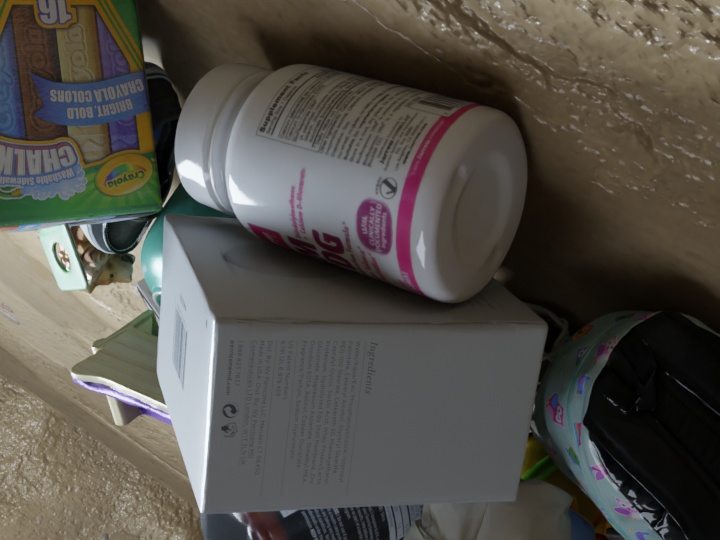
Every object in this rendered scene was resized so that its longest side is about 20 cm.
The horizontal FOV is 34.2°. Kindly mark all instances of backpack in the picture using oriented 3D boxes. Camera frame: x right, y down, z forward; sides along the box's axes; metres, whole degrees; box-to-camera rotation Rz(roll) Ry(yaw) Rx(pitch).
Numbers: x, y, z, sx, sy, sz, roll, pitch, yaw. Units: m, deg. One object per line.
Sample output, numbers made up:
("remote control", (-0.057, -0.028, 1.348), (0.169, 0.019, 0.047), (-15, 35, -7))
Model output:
("backpack", (0.207, 0.117, 0.750), (0.200, 0.167, 0.126), (42, 163, -9))

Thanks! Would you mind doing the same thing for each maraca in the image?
("maraca", (0.165, 0.188, 0.959), (0.107, 0.137, 0.199), (50, -165, 30))

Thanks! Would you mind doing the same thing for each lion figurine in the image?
("lion figurine", (-0.229, -0.068, 0.998), (0.072, 0.123, 0.201), (25, 158, 17))

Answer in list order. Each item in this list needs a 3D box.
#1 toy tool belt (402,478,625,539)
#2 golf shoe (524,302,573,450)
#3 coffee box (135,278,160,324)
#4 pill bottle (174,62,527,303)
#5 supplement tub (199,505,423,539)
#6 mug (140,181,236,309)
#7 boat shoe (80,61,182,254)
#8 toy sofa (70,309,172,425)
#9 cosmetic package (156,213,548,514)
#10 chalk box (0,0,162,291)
("toy tool belt", (0.108, 0.219, 0.791), (0.124, 0.124, 0.200), (-3, 153, 39))
("golf shoe", (0.143, 0.079, 0.865), (0.199, 0.078, 0.088), (28, 152, 11))
("coffee box", (-0.127, 0.078, 1.114), (0.200, 0.079, 0.114), (44, 162, 46))
("pill bottle", (-0.010, -0.061, 0.711), (0.199, 0.114, 0.114), (19, 156, 32))
("supplement tub", (-0.006, 0.158, 0.827), (0.107, 0.199, 0.108), (33, 134, 42))
("mug", (-0.094, 0.004, 0.975), (0.184, 0.115, 0.152), (22, 157, 27))
("boat shoe", (-0.177, -0.071, 0.911), (0.057, 0.068, 0.201), (52, 145, 23))
("toy sofa", (-0.132, 0.109, 0.932), (0.199, 0.097, 0.084), (15, 129, 37))
("cosmetic package", (-0.017, 0.051, 0.746), (0.198, 0.124, 0.199), (0, -161, -17))
("chalk box", (-0.218, -0.085, 0.797), (0.123, 0.202, 0.124), (-7, -179, -33))
